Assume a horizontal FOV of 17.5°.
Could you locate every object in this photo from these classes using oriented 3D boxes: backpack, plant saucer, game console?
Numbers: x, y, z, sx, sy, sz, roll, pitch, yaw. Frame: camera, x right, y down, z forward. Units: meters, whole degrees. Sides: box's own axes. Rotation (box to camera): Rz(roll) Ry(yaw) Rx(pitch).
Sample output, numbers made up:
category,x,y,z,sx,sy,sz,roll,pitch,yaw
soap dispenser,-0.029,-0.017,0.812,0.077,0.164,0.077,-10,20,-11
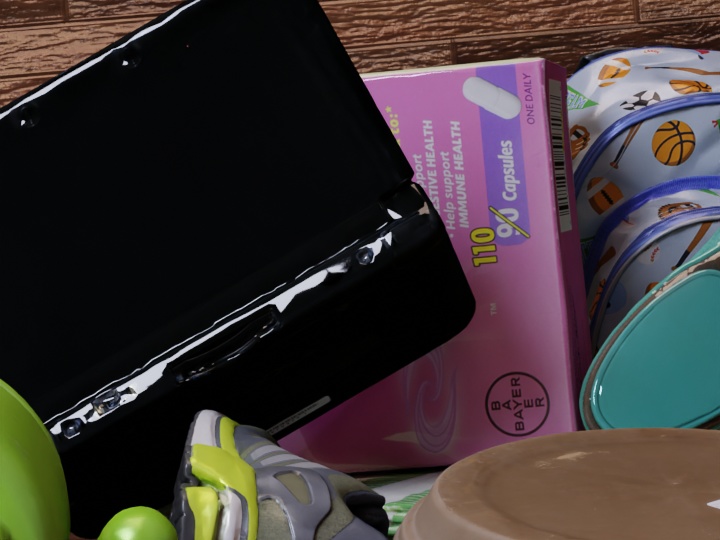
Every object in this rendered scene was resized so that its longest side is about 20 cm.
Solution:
category,x,y,z,sx,sy,sz,roll,pitch,yaw
backpack,0.159,-0.011,1.166,0.199,0.191,0.154,-2,22,-20
plant saucer,0.110,0.090,0.826,0.199,0.030,0.200,0,11,0
game console,-0.072,-0.001,0.953,0.200,0.117,0.176,-30,-23,0

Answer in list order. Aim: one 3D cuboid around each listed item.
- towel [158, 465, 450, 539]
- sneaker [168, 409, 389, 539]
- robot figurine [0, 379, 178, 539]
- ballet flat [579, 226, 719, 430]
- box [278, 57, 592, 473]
category,x,y,z,sx,sy,sz,roll,pitch,yaw
towel,0.029,0.100,1.011,0.200,0.023,0.152,-4,3,37
sneaker,-0.032,0.099,0.875,0.081,0.074,0.200,13,4,-3
robot figurine,-0.152,0.087,0.747,0.175,0.116,0.200,23,2,-7
ballet flat,0.173,0.012,1.051,0.200,0.067,0.070,-45,-4,-11
box,0.000,0.000,1.072,0.199,0.176,0.097,-4,2,11
